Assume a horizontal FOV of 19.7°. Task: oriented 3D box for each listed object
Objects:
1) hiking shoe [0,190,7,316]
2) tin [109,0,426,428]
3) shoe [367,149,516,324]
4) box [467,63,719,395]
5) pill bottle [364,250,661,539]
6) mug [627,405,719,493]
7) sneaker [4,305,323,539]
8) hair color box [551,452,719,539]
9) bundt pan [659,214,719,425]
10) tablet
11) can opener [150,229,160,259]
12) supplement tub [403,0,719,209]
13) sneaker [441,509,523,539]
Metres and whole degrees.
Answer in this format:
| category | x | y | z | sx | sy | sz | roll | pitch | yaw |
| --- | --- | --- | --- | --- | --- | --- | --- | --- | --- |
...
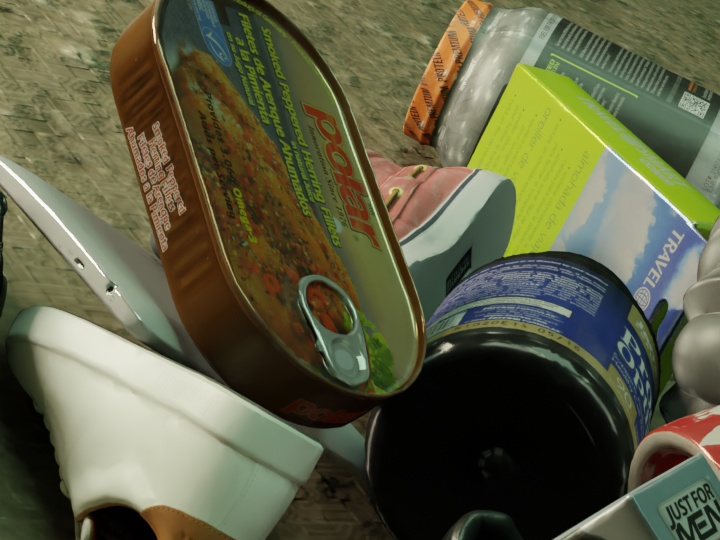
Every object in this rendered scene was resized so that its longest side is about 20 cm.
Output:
| category | x | y | z | sx | sy | sz | roll | pitch | yaw |
| --- | --- | --- | --- | --- | --- | --- | --- | --- | --- |
| hiking shoe | -0.169 | -0.013 | 0.837 | 0.076 | 0.101 | 0.200 | 18 | 23 | -17 |
| tin | -0.037 | -0.029 | 0.827 | 0.112 | 0.042 | 0.200 | 10 | 51 | -43 |
| shoe | 0.000 | 0.000 | 1.017 | 0.091 | 0.072 | 0.200 | 14 | 31 | 20 |
| box | 0.122 | -0.011 | 1.107 | 0.048 | 0.122 | 0.200 | 9 | 27 | -36 |
| pill bottle | 0.074 | 0.055 | 0.917 | 0.112 | 0.112 | 0.200 | 27 | 19 | 5 |
| mug | 0.219 | 0.076 | 0.786 | 0.200 | 0.178 | 0.134 | -14 | 64 | -18 |
| sneaker | -0.096 | 0.069 | 0.783 | 0.073 | 0.085 | 0.200 | 31 | -6 | -31 |
| hair color box | 0.110 | 0.168 | 0.626 | 0.061 | 0.099 | 0.200 | -14 | 70 | -57 |
| bundt pan | 0.188 | 0.050 | 0.960 | 0.076 | 0.202 | 0.202 | 12 | 18 | 18 |
| tablet | -0.065 | 0.025 | 0.871 | 0.130 | 0.014 | 0.200 | 44 | 5 | 40 |
| can opener | -0.068 | -0.025 | 0.950 | 0.053 | 0.066 | 0.200 | 38 | -6 | 9 |
| supplement tub | 0.135 | -0.083 | 1.280 | 0.200 | 0.123 | 0.123 | 28 | 22 | 5 |
| sneaker | 0.086 | 0.156 | 0.713 | 0.070 | 0.100 | 0.200 | -17 | 43 | -41 |
